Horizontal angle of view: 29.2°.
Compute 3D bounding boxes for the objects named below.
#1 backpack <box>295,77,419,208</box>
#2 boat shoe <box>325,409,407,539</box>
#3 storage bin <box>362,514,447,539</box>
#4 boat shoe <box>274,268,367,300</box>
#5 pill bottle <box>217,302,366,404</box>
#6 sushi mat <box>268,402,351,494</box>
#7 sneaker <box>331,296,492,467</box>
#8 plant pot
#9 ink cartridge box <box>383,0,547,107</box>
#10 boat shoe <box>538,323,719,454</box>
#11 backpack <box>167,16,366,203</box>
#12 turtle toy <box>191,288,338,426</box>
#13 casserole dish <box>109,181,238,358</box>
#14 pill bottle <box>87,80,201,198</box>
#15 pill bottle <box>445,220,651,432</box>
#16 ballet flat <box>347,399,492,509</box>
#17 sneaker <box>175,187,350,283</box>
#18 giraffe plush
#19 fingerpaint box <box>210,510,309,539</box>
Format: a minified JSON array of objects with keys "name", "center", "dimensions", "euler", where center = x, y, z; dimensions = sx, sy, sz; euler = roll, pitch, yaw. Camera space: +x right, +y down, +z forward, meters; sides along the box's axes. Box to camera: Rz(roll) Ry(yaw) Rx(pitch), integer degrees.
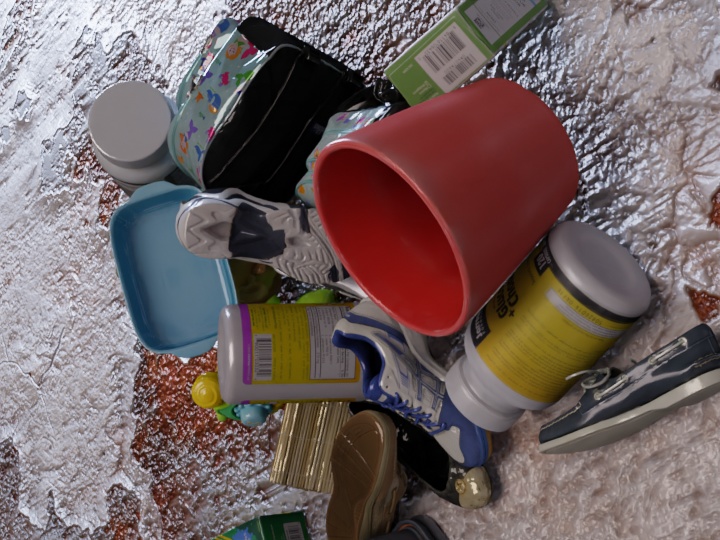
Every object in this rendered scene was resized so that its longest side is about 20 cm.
[{"name":"backpack","center":[0.022,-0.104,1.402],"dimensions":[0.127,0.167,0.200],"euler":[-56,27,-14]},{"name":"boat shoe","center":[0.011,0.216,1.431],"dimensions":[0.071,0.064,0.200],"euler":[47,140,35]},{"name":"storage bin","center":[0.033,0.361,1.387],"dimensions":[0.200,0.134,0.146],"euler":[54,124,35]},{"name":"boat shoe","center":[0.000,0.000,1.493],"dimensions":[0.200,0.068,0.072],"euler":[10,88,25]},{"name":"pill bottle","center":[-0.045,0.085,1.431],"dimensions":[0.104,0.200,0.104],"euler":[180,90,-78]},{"name":"sushi mat","center":[-0.034,0.149,1.508],"dimensions":[0.012,0.096,0.200],"euler":[-129,51,-75]},{"name":"sneaker","center":[0.046,0.120,1.355],"dimensions":[0.200,0.088,0.075],"euler":[54,146,8]},{"name":"plant pot","center":[0.085,-0.070,1.230],"dimensions":[0.200,0.177,0.200],"euler":[38,149,28]},{"name":"ink cartridge box","center":[0.113,-0.233,1.330],"dimensions":[0.059,0.200,0.104],"euler":[49,129,-5]},{"name":"boat shoe","center":[0.235,0.109,1.228],"dimensions":[0.200,0.075,0.062],"euler":[-34,66,39]},{"name":"backpack","center":[-0.116,-0.168,1.526],"dimensions":[0.151,0.177,0.200],"euler":[37,101,39]},{"name":"turtle toy","center":[-0.097,0.097,1.551],"dimensions":[0.101,0.146,0.200],"euler":[38,103,3]},{"name":"casserole dish","center":[-0.202,0.001,1.518],"dimensions":[0.121,0.039,0.200],"euler":[-17,79,2]},{"name":"pill bottle","center":[-0.250,-0.146,1.623],"dimensions":[0.114,0.200,0.114],"euler":[-1,78,3]},{"name":"pill bottle","center":[0.167,0.057,1.276],"dimensions":[0.200,0.112,0.112],"euler":[-52,53,31]},{"name":"ballet flat","center":[0.059,0.188,1.423],"dimensions":[0.200,0.057,0.067],"euler":[33,112,43]},{"name":"sneaker","center":[-0.102,-0.044,1.455],"dimensions":[0.130,0.199,0.080],"euler":[-135,51,-67]},{"name":"giraffe plush","center":[-0.163,-0.003,1.608],"dimensions":[0.162,0.200,0.173],"euler":[-12,86,21]},{"name":"fingerpaint box","center":[-0.118,0.398,1.589],"dimensions":[0.167,0.073,0.200],"euler":[-32,65,41]}]
